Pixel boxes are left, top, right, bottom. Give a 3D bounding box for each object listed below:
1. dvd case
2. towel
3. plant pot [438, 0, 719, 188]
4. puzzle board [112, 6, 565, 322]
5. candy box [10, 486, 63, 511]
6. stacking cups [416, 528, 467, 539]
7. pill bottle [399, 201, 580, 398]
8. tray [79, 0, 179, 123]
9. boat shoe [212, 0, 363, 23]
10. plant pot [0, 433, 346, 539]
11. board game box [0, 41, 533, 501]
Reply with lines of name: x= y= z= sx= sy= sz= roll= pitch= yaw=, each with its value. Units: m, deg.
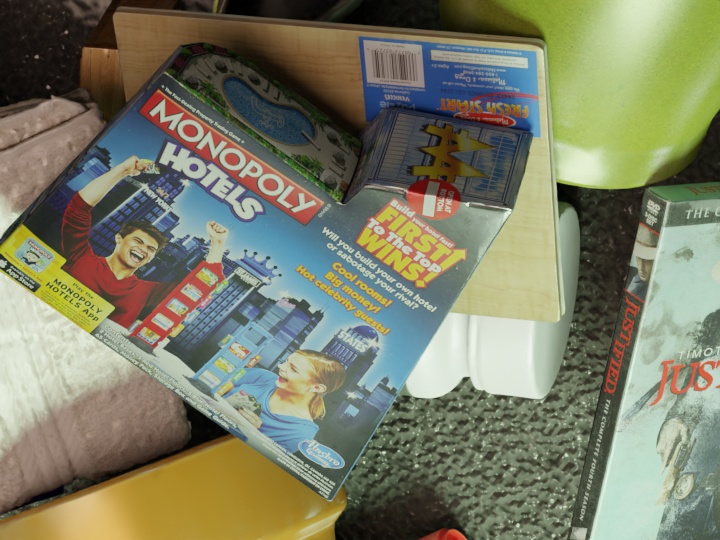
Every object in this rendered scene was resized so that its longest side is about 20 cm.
dvd case: x=0.176 y=0.050 z=1.386 sx=0.022 sy=0.145 sz=0.201 roll=38 pitch=125 yaw=49
towel: x=-0.161 y=0.020 z=1.369 sx=0.132 sy=0.034 sz=0.201 roll=-19 pitch=117 yaw=-8
plant pot: x=0.115 y=-0.148 z=1.304 sx=0.199 sy=0.201 sz=0.194 roll=21 pitch=126 yaw=9
puzzle board: x=-0.008 y=-0.049 z=1.320 sx=0.199 sy=0.017 sz=0.151 roll=5 pitch=127 yaw=16
candy box: x=-0.233 y=0.011 z=1.479 sx=0.200 sy=0.077 sz=0.170 roll=27 pitch=121 yaw=43
stacking cups: x=-0.026 y=0.197 z=1.540 sx=0.199 sy=0.061 sz=0.061 roll=-25 pitch=101 yaw=23
pill bottle: x=0.000 y=0.000 z=1.426 sx=0.199 sy=0.114 sz=0.115 roll=9 pitch=112 yaw=15
tray: x=-0.119 y=-0.029 z=1.459 sx=0.037 sy=0.099 sz=0.201 roll=5 pitch=111 yaw=4
boat shoe: x=0.000 y=-0.173 z=1.391 sx=0.072 sy=0.060 sz=0.202 roll=41 pitch=116 yaw=-1
plant pot: x=-0.084 y=0.186 z=1.444 sx=0.199 sy=0.200 sz=0.184 roll=-21 pitch=88 yaw=23
board game box: x=-0.028 y=-0.018 z=1.294 sx=0.200 sy=0.062 sz=0.200 roll=36 pitch=128 yaw=-16
